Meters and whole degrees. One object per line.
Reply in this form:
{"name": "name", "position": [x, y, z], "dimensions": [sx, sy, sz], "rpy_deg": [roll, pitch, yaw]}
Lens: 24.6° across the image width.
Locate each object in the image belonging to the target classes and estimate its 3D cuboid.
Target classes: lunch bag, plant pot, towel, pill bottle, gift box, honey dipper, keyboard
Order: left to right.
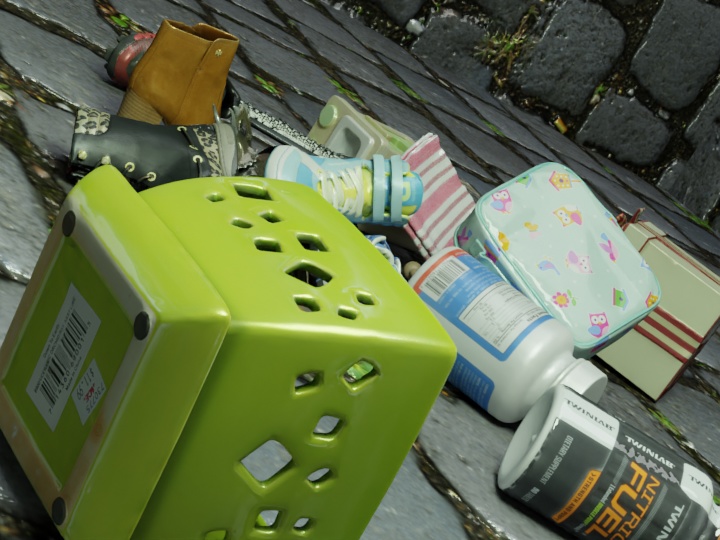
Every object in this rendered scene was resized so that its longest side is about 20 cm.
{"name": "plant pot", "position": [-0.096, 0.061, 0.955], "dimensions": [0.181, 0.201, 0.199], "rpy_deg": [11, 24, -39]}
{"name": "keyboard", "position": [-0.051, -0.130, 1.758], "dimensions": [0.199, 0.021, 0.127], "rpy_deg": [30, 7, -12]}
{"name": "honey dipper", "position": [0.068, 0.026, 1.787], "dimensions": [0.038, 0.038, 0.200], "rpy_deg": [29, 10, -15]}
{"name": "towel", "position": [0.106, -0.051, 1.910], "dimensions": [0.200, 0.030, 0.146], "rpy_deg": [55, 34, -9]}
{"name": "pill bottle", "position": [0.134, 0.076, 1.588], "dimensions": [0.200, 0.113, 0.112], "rpy_deg": [39, 15, 21]}
{"name": "lunch bag", "position": [0.194, -0.005, 1.681], "dimensions": [0.160, 0.077, 0.200], "rpy_deg": [-29, 76, -33]}
{"name": "pill bottle", "position": [0.225, 0.190, 1.401], "dimensions": [0.199, 0.107, 0.106], "rpy_deg": [31, 13, -4]}
{"name": "gift box", "position": [0.360, 0.035, 2.090], "dimensions": [0.186, 0.185, 0.200], "rpy_deg": [38, 8, 14]}

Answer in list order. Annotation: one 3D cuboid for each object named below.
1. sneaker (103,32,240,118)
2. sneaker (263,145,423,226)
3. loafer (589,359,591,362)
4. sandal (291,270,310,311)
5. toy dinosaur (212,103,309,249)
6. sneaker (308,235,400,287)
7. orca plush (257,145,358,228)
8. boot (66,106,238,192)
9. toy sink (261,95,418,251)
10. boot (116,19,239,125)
{"name": "sneaker", "position": [-0.213, -0.222, 1.937], "dimensions": [0.098, 0.071, 0.200], "rpy_deg": [38, 13, 32]}
{"name": "sneaker", "position": [-0.012, -0.078, 1.571], "dimensions": [0.130, 0.080, 0.200], "rpy_deg": [4, 9, 15]}
{"name": "loafer", "position": [0.224, 0.047, 1.802], "dimensions": [0.076, 0.067, 0.200], "rpy_deg": [55, -6, 43]}
{"name": "sandal", "position": [-0.080, -0.004, 1.505], "dimensions": [0.081, 0.055, 0.200], "rpy_deg": [21, 17, -39]}
{"name": "toy dinosaur", "position": [-0.101, -0.064, 1.662], "dimensions": [0.102, 0.077, 0.201], "rpy_deg": [4, 62, -56]}
{"name": "sneaker", "position": [0.000, 0.000, 1.577], "dimensions": [0.076, 0.077, 0.200], "rpy_deg": [57, 5, -24]}
{"name": "orca plush", "position": [-0.028, -0.073, 1.743], "dimensions": [0.200, 0.071, 0.105], "rpy_deg": [44, -17, 42]}
{"name": "boot", "position": [-0.187, -0.068, 1.474], "dimensions": [0.153, 0.074, 0.204], "rpy_deg": [9, 41, -14]}
{"name": "toy sink", "position": [-0.001, -0.125, 1.989], "dimensions": [0.199, 0.112, 0.130], "rpy_deg": [21, 17, -41]}
{"name": "boot", "position": [-0.162, -0.183, 1.759], "dimensions": [0.201, 0.144, 0.071], "rpy_deg": [17, 21, -49]}
